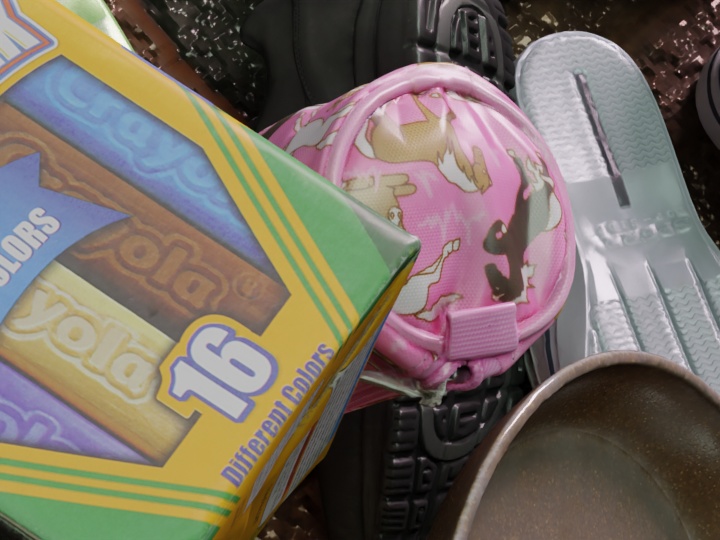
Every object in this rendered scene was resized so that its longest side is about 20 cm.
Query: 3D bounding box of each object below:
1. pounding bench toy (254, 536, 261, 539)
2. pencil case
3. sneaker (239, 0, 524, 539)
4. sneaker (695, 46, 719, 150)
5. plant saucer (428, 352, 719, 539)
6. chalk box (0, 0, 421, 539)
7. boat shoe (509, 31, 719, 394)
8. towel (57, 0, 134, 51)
[{"bbox_3d":[-0.035,0.168,0.821,0.200,0.124,0.156,35,60,-2],"label":"pounding bench toy"},{"bbox_3d":[-0.025,0.008,0.848,0.083,0.200,0.087,46,57,-14],"label":"pencil case"},{"bbox_3d":[0.000,0.000,0.941,0.076,0.091,0.201,11,79,-57],"label":"sneaker"},{"bbox_3d":[0.214,-0.026,1.024,0.200,0.079,0.079,34,60,-5],"label":"sneaker"},{"bbox_3d":[0.066,0.123,0.807,0.200,0.032,0.201,10,78,-53],"label":"plant saucer"},{"bbox_3d":[-0.109,0.007,0.731,0.200,0.125,0.124,35,60,5],"label":"chalk box"},{"bbox_3d":[0.089,0.021,0.958,0.073,0.067,0.200,-4,63,-14],"label":"boat shoe"},{"bbox_3d":[-0.159,-0.037,0.926,0.200,0.031,0.149,-27,81,-30],"label":"towel"}]
